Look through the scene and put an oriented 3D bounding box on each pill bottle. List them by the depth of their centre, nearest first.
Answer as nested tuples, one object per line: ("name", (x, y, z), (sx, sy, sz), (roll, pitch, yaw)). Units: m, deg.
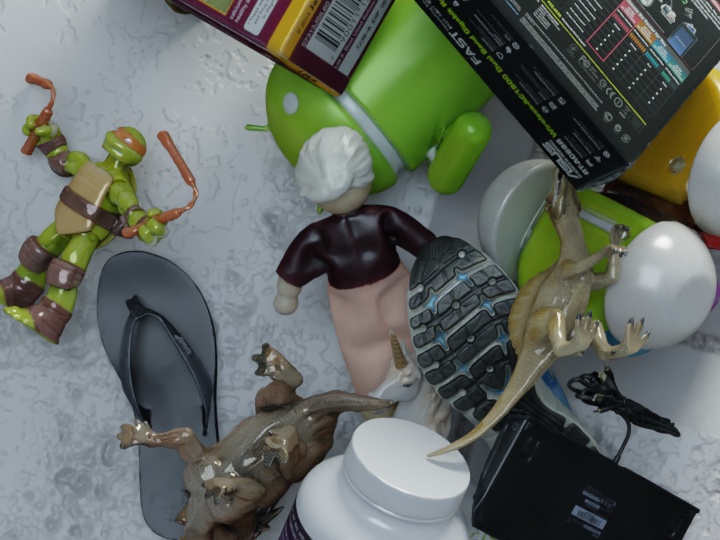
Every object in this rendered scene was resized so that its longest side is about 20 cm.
("pill bottle", (-0.002, 0.194, 1.574), (0.112, 0.112, 0.201), (27, 120, 8))

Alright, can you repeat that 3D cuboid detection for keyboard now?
("keyboard", (0.152, 0.131, 1.608), (0.021, 0.200, 0.127), (29, 89, 45))

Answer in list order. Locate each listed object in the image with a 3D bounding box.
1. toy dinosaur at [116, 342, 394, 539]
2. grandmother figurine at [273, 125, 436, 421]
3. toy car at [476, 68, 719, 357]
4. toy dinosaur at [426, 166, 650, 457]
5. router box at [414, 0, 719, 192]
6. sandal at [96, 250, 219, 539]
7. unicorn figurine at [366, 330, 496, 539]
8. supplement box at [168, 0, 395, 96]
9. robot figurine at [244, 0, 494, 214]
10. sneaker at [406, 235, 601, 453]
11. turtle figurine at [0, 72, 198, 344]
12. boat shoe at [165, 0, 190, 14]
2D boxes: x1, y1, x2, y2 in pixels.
("toy dinosaur", (-0.062, 0.122, 1.624), (0.200, 0.136, 0.086), (-33, 60, 9))
("grandmother figurine", (0.000, 0.000, 1.649), (0.121, 0.061, 0.201), (-18, 116, -6))
("toy car", (0.189, -0.030, 1.646), (0.175, 0.150, 0.200), (29, 79, 41))
("toy dinosaur", (0.119, 0.035, 1.539), (0.058, 0.101, 0.201), (32, 72, -33))
("router box", (0.126, -0.172, 1.542), (0.200, 0.062, 0.150), (49, 58, -9))
("sandal", (-0.128, 0.080, 1.700), (0.076, 0.043, 0.201), (-15, 80, 2))
("unicorn figurine", (0.036, 0.141, 1.655), (0.137, 0.074, 0.200), (-44, 107, 7))
("supplement box", (-0.075, -0.210, 1.634), (0.200, 0.086, 0.111), (32, 91, 32))
("robot figurine", (0.021, -0.132, 1.685), (0.200, 0.116, 0.176), (-42, 79, -2))
("sneaker", (0.085, 0.065, 1.641), (0.078, 0.090, 0.201), (-27, 108, 1))
("turtle figurine", (-0.192, -0.041, 1.710), (0.200, 0.064, 0.162), (35, 93, 37))
("boat shoe", (-0.073, -0.265, 1.739), (0.201, 0.073, 0.063), (-46, 67, 6))
